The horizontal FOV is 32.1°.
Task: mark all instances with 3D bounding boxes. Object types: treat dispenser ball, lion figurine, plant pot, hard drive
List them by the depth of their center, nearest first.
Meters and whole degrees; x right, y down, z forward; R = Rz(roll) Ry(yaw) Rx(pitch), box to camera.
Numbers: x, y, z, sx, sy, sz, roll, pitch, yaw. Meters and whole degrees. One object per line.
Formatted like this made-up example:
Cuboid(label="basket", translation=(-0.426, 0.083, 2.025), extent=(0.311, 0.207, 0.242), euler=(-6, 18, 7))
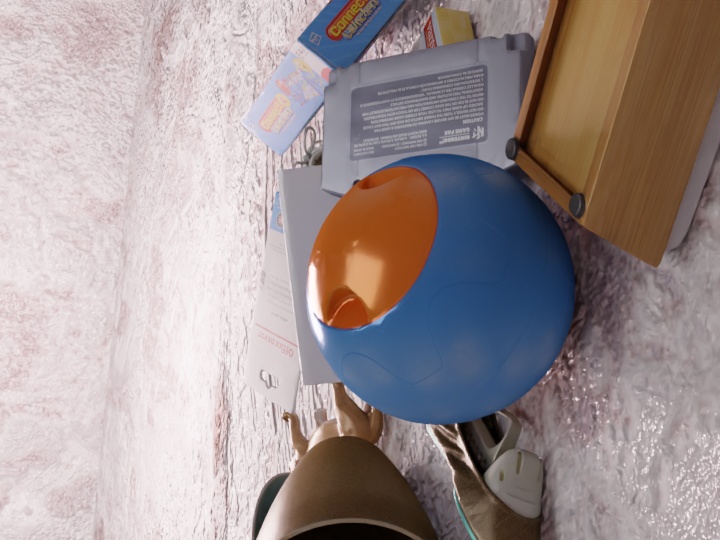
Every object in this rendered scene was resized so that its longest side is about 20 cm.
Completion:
Cuboid(label="treat dispenser ball", translation=(0.059, 0.014, 0.934), extent=(0.201, 0.200, 0.201), euler=(-175, 90, -70))
Cuboid(label="plant pot", translation=(-0.012, 0.246, 1.150), extent=(0.200, 0.186, 0.187), euler=(-93, 15, -65))
Cuboid(label="hard drive", translation=(0.000, 0.000, 1.151), extent=(0.026, 0.132, 0.200), euler=(-34, -63, -80))
Cuboid(label="lion figurine", translation=(-0.023, 0.178, 1.313), extent=(0.200, 0.072, 0.123), euler=(-57, 41, 44))

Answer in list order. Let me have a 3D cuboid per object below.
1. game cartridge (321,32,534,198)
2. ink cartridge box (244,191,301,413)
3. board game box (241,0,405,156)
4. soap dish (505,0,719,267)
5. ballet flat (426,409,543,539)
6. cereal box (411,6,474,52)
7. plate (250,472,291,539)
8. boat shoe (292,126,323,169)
Cuboid(label="game cartridge", translation=(0.056, -0.122, 1.070), extent=(0.200, 0.041, 0.133), euler=(-5, 74, 33))
Cuboid(label="ink cartridge box", translation=(-0.048, 0.032, 1.239), extent=(0.116, 0.068, 0.200), euler=(23, 104, 57))
Cuboid(label="board game box", translation=(-0.019, -0.235, 1.268), extent=(0.196, 0.056, 0.200), euler=(-54, 6, -27))
Cuboid(label="soap dish", translation=(0.173, -0.125, 0.827), extent=(0.157, 0.081, 0.200), euler=(-122, 40, -59))
Cuboid(label="ballet flat", translation=(0.107, 0.154, 0.991), extent=(0.072, 0.068, 0.200), euler=(-55, 27, 20))
Cuboid(label="cereal box", translation=(0.061, -0.130, 1.194), extent=(0.200, 0.039, 0.144), euler=(122, 147, -51))
Cuboid(label="plate", translation=(-0.056, 0.298, 1.228), extent=(0.026, 0.200, 0.201), euler=(-23, 56, 24))
Cuboid(label="boat shoe", translation=(-0.028, -0.106, 1.249), extent=(0.202, 0.086, 0.075), euler=(-167, 80, -72))
